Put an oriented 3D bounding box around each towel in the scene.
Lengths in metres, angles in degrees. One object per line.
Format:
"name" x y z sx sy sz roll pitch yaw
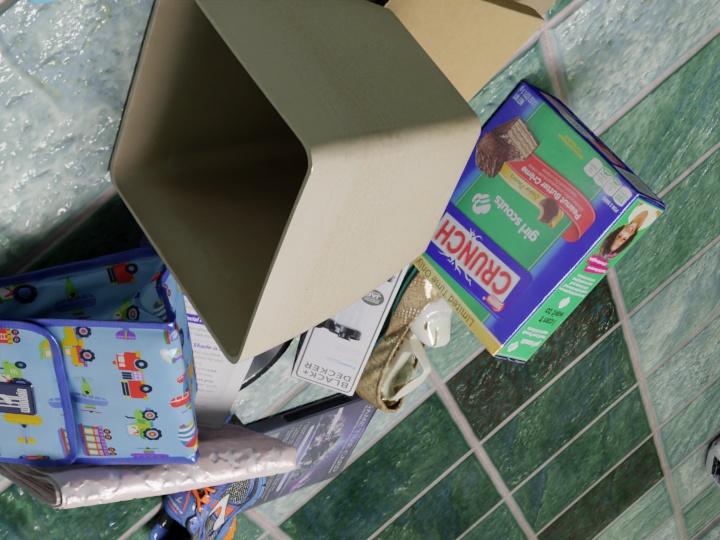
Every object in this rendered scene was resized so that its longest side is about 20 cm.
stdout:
"towel" -0.180 0.152 1.432 0.200 0.191 0.032 -8 98 -27

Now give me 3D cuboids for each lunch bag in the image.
"lunch bag" -0.228 0.071 1.310 0.200 0.094 0.151 -5 132 -1

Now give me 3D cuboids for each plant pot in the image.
"plant pot" -0.037 -0.087 1.228 0.177 0.200 0.200 -14 143 -34

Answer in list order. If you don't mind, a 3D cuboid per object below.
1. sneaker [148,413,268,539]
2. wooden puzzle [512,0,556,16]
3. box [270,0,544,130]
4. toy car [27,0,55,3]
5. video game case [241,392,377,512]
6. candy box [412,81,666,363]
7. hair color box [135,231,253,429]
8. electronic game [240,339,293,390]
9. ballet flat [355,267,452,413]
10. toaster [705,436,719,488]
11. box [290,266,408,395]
"sneaker" -0.151 0.220 1.717 0.078 0.075 0.200 -15 142 -38
"wooden puzzle" 0.085 -0.215 1.422 0.200 0.037 0.185 -42 154 12
"box" 0.038 -0.162 1.380 0.163 0.021 0.200 -45 153 25
"toy car" -0.245 -0.191 0.892 0.177 0.184 0.200 -25 179 -33
"video game case" -0.071 0.192 1.846 0.200 0.019 0.143 -16 144 -44
"candy box" 0.151 -0.043 1.619 0.200 0.169 0.077 -51 149 16
"hair color box" -0.132 0.028 1.391 0.109 0.065 0.200 12 126 -22
"electronic game" -0.131 0.054 1.517 0.200 0.042 0.200 -25 148 -17
"ballet flat" 0.057 0.068 1.779 0.070 0.065 0.200 -16 144 -42
"toaster" 0.664 0.315 2.962 0.129 0.114 0.200 -35 155 -11
"box" 0.000 0.000 1.531 0.117 0.060 0.200 -78 -173 -46
